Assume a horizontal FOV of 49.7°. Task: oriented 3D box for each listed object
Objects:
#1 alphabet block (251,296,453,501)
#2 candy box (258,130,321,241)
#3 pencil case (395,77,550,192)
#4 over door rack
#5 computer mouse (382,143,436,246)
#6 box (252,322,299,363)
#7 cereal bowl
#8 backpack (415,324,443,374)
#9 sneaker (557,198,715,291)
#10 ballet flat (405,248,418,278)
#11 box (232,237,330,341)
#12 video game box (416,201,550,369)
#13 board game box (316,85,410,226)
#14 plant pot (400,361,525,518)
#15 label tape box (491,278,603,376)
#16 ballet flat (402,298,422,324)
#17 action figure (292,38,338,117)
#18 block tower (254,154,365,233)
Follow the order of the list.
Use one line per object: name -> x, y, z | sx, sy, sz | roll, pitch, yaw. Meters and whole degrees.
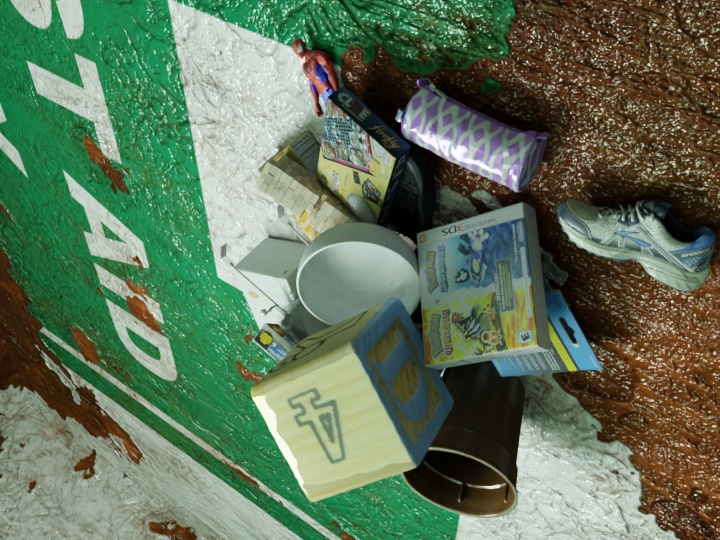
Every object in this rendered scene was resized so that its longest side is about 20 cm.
alphabet block -> -0.008, 0.188, 1.153 | 0.197, 0.195, 0.199 | -25, 96, 30
candy box -> -0.075, -0.124, 1.327 | 0.201, 0.055, 0.115 | 53, 143, -11
pencil case -> 0.148, -0.180, 1.029 | 0.197, 0.084, 0.087 | 30, 119, 19
over door rack -> -0.132, 0.007, 1.345 | 0.146, 0.067, 0.201 | -31, 118, 17
computer mouse -> 0.073, -0.125, 1.185 | 0.137, 0.053, 0.202 | 34, 152, 27
box -> -0.118, 0.152, 1.387 | 0.136, 0.040, 0.200 | 41, 177, 3
cereal bowl -> 0.000, 0.000, 1.200 | 0.195, 0.085, 0.203 | 3, 136, 3
backpack -> 0.053, 0.170, 1.360 | 0.174, 0.200, 0.155 | -18, 110, 47
sneaker -> 0.344, -0.057, 0.963 | 0.197, 0.077, 0.087 | 24, 130, 17
ballet flat -> 0.068, 0.018, 1.312 | 0.073, 0.073, 0.200 | 45, 145, 0
box -> -0.133, 0.055, 1.517 | 0.150, 0.106, 0.203 | 10, 132, 38
video game box -> 0.167, 0.024, 1.094 | 0.179, 0.205, 0.046 | -17, 158, 37
board game box -> -0.001, -0.159, 1.151 | 0.135, 0.035, 0.201 | 43, 155, 13
plant pot -> 0.185, 0.270, 1.298 | 0.196, 0.200, 0.203 | 14, 140, 12
label tape box -> 0.265, 0.081, 1.172 | 0.198, 0.063, 0.146 | -14, 115, 51
ballet flat -> 0.150, 0.095, 1.273 | 0.196, 0.058, 0.067 | 24, 149, -10
action figure -> -0.042, -0.259, 1.173 | 0.065, 0.052, 0.202 | -14, 112, 55
block tower -> -0.070, -0.108, 1.248 | 0.198, 0.058, 0.054 | 34, 121, -3
